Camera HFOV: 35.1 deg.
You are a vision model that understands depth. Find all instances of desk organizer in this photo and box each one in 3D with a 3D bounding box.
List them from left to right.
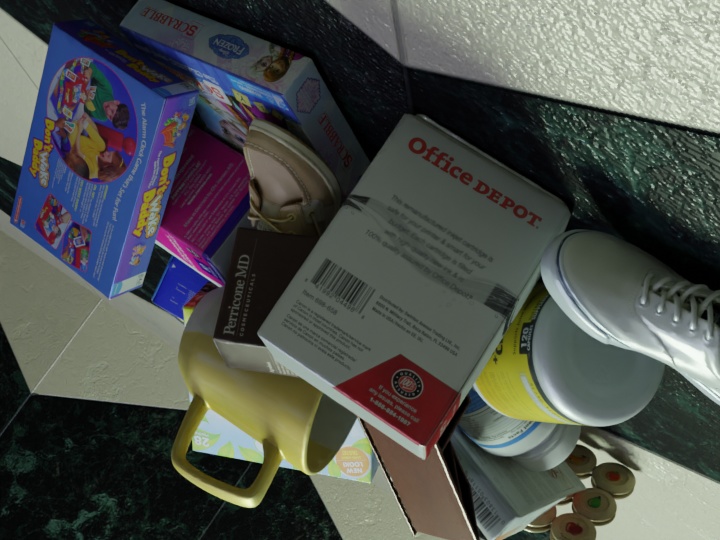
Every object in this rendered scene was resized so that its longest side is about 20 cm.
[{"bbox_3d":[0.064,0.158,1.038,0.076,0.072,0.202,6,134,35],"label":"desk organizer"}]

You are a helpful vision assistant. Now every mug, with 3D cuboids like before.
[{"bbox_3d":[-0.087,0.091,1.009,0.151,0.187,0.151,22,123,16],"label":"mug"}]

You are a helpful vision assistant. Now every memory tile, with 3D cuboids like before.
[{"bbox_3d":[0.200,0.233,1.294,0.198,0.153,0.017,23,130,30],"label":"memory tile"}]

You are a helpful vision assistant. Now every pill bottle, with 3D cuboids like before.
[{"bbox_3d":[0.131,0.111,1.118,0.200,0.113,0.112,44,163,-33],"label":"pill bottle"},{"bbox_3d":[0.151,0.066,0.924,0.112,0.113,0.200,38,165,-11],"label":"pill bottle"}]

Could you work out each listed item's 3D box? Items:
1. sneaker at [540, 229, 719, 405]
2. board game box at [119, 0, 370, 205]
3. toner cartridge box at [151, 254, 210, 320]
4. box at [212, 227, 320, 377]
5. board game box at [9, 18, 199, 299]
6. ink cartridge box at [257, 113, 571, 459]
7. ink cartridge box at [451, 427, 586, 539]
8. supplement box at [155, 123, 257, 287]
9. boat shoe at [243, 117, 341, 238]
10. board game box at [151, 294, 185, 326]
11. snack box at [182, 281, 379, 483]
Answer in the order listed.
[{"bbox_3d":[0.216,0.028,0.765,0.198,0.074,0.071,29,158,-9],"label":"sneaker"},{"bbox_3d":[-0.088,-0.134,0.986,0.199,0.041,0.200,27,164,34],"label":"board game box"},{"bbox_3d":[-0.112,0.037,1.199,0.198,0.096,0.043,30,-165,3],"label":"toner cartridge box"},{"bbox_3d":[-0.010,0.034,0.916,0.197,0.102,0.075,6,157,8],"label":"box"},{"bbox_3d":[-0.229,-0.096,0.999,0.134,0.202,0.045,34,-150,19],"label":"board game box"},{"bbox_3d":[0.041,0.011,0.831,0.143,0.201,0.084,32,169,12],"label":"ink cartridge box"},{"bbox_3d":[0.144,0.196,1.216,0.163,0.050,0.199,52,-159,22],"label":"ink cartridge box"},{"bbox_3d":[-0.173,-0.079,1.081,0.199,0.104,0.101,33,168,21],"label":"supplement box"},{"bbox_3d":[-0.058,-0.051,0.955,0.073,0.070,0.200,27,164,25],"label":"boat shoe"},{"bbox_3d":[-0.113,0.029,1.313,0.200,0.166,0.057,42,165,-21],"label":"board game box"},{"bbox_3d":[-0.073,0.112,1.146,0.197,0.068,0.171,9,116,16],"label":"snack box"}]
